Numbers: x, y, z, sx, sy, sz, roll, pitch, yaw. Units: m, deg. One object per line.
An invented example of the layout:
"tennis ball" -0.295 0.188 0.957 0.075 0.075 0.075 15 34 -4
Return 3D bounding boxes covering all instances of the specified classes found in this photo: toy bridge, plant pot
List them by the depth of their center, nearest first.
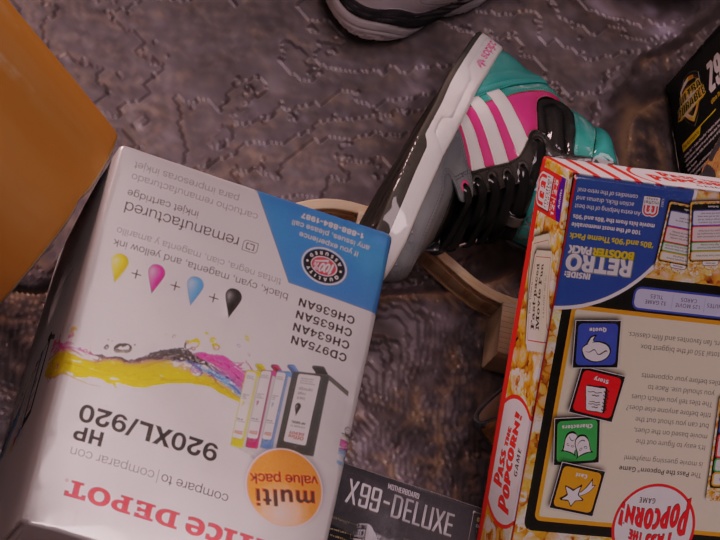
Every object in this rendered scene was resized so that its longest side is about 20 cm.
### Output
"plant pot" -0.225 -0.074 1.406 0.183 0.200 0.201 38 61 -12
"toy bridge" 0.000 0.000 1.539 0.199 0.027 0.068 15 63 -14

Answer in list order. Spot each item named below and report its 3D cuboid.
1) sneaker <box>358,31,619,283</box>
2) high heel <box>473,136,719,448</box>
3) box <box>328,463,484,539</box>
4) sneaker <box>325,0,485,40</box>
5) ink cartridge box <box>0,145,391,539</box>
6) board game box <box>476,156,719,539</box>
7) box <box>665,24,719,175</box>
"sneaker" 0.075 -0.035 1.534 0.120 0.084 0.200 32 41 -2
"high heel" 0.138 0.014 1.514 0.142 0.071 0.201 5 104 -22
"box" 0.052 0.201 1.460 0.199 0.050 0.159 18 63 -11
"sneaker" 0.077 -0.200 1.599 0.199 0.115 0.075 -28 80 -27
"ink cartridge box" -0.089 0.075 1.409 0.146 0.145 0.201 18 63 -12
"board game box" 0.149 0.053 1.446 0.150 0.046 0.201 7 100 -18
"box" 0.229 -0.068 1.548 0.049 0.200 0.161 2 67 -17
